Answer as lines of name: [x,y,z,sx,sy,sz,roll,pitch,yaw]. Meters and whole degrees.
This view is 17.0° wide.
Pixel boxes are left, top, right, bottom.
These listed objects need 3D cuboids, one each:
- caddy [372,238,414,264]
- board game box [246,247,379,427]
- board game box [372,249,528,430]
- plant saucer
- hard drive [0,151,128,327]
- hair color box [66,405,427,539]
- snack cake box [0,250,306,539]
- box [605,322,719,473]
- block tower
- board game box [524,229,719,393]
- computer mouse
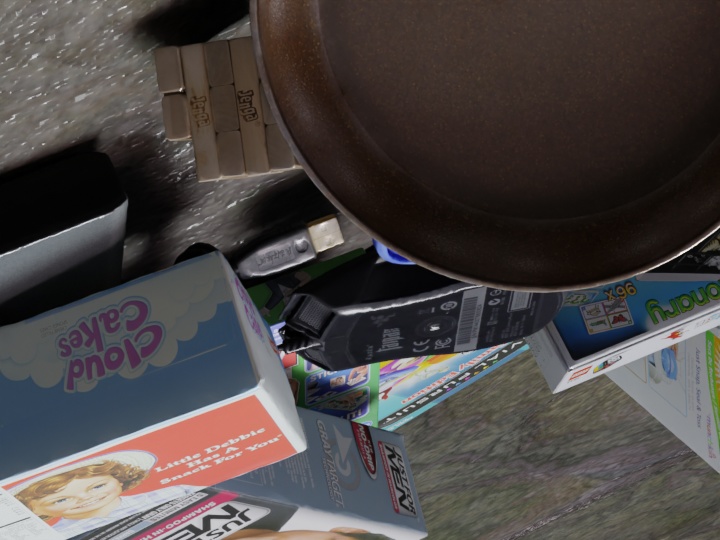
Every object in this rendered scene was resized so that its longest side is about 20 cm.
caddy: [0.071,-0.072,1.029,0.141,0.105,0.200,-18,161,-32]
board game box: [-0.084,0.069,1.236,0.199,0.029,0.135,-20,148,-14]
board game box: [0.029,0.034,1.387,0.150,0.047,0.200,-32,163,16]
plant saucer: [0.060,-0.092,0.848,0.200,0.201,0.032,-33,-169,21]
hard drive: [-0.173,0.021,1.062,0.139,0.033,0.200,-22,162,-15]
hair color box: [-0.065,0.113,1.207,0.099,0.061,0.199,-29,153,28]
snack cake box: [-0.133,0.069,1.053,0.199,0.068,0.115,-20,159,2]
box: [0.211,0.027,1.343,0.112,0.200,0.102,-20,126,-20]
block tower: [0.027,-0.072,0.916,0.198,0.054,0.058,-7,-177,16]
board game box: [0.159,-0.030,1.255,0.199,0.127,0.035,-20,162,-20]
computer mouse: [0.000,0.000,1.139,0.198,0.046,0.141,-13,151,-4]
